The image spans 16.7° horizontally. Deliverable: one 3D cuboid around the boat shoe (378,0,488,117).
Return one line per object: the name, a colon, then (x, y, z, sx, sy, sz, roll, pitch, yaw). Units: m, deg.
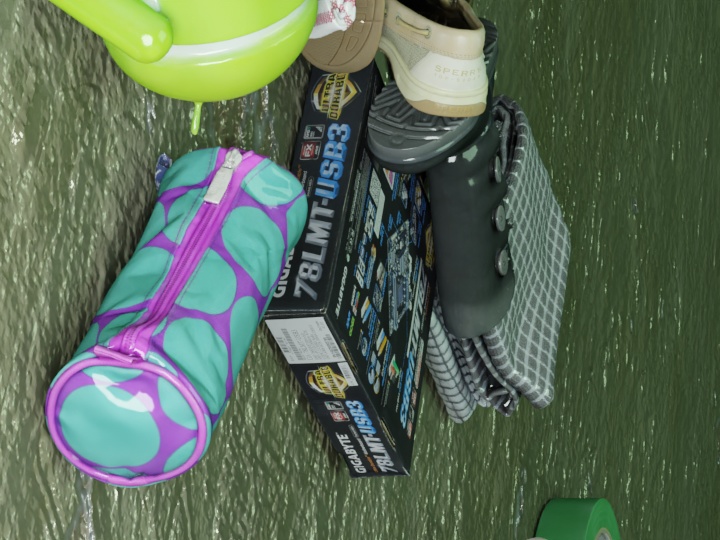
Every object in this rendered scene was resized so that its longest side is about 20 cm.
boat shoe: (0.036, -0.168, 1.558, 0.200, 0.072, 0.065, -117, -150, -55)

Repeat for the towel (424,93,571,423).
towel: (0.100, -0.006, 1.850, 0.166, 0.085, 0.201, 65, 30, -51)

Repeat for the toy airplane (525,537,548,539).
toy airplane: (0.125, 0.307, 1.823, 0.199, 0.141, 0.201, 33, 85, -47)

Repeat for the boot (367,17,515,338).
boot: (0.057, -0.041, 1.620, 0.165, 0.065, 0.201, -54, 149, -48)

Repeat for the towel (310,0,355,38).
towel: (-0.047, -0.227, 1.361, 0.146, 0.030, 0.201, -178, -94, -64)

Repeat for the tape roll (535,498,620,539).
tape roll: (0.195, 0.304, 2.196, 0.200, 0.048, 0.202, -1, 90, -72)

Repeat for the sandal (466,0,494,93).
sandal: (0.051, -0.192, 1.732, 0.054, 0.080, 0.201, -94, 172, -50)

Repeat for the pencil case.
pencil case: (-0.091, 0.018, 1.245, 0.200, 0.085, 0.093, -69, 168, -51)

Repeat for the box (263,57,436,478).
box: (0.000, 0.000, 1.592, 0.199, 0.049, 0.201, 66, 28, -53)

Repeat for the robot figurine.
robot figurine: (-0.082, -0.172, 1.220, 0.176, 0.115, 0.201, -56, 147, -46)

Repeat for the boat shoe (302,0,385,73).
boat shoe: (-0.020, -0.219, 1.504, 0.065, 0.071, 0.201, -69, 151, -53)
